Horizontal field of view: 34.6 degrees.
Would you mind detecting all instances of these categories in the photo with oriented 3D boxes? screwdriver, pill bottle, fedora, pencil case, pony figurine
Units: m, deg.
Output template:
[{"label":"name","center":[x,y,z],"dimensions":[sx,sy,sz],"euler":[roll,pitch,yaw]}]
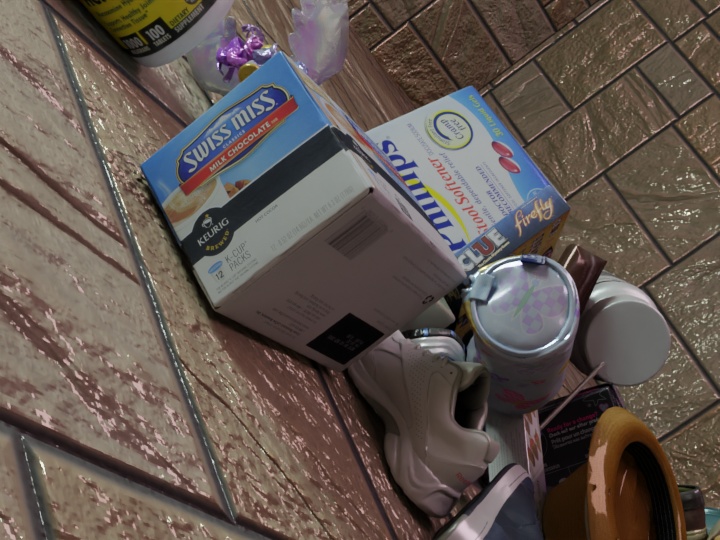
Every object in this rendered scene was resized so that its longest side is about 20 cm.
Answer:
[{"label":"screwdriver","center":[0.191,0.155,1.173],"dimensions":[0.028,0.199,0.029],"euler":[8,-55,50]},{"label":"pill bottle","center":[-0.196,-0.266,0.906],"dimensions":[0.200,0.112,0.113],"euler":[47,13,-33]},{"label":"fedora","center":[0.208,0.216,0.971],"dimensions":[0.200,0.081,0.202],"euler":[30,51,-47]},{"label":"pill bottle","center":[0.277,0.063,1.319],"dimensions":[0.113,0.113,0.200],"euler":[53,3,-8]},{"label":"pencil case","center":[0.127,0.057,0.937],"dimensions":[0.200,0.090,0.084],"euler":[71,26,-69]},{"label":"pony figurine","center":[-0.084,-0.173,1.092],"dimensions":[0.200,0.165,0.195],"euler":[-106,-170,-71]}]

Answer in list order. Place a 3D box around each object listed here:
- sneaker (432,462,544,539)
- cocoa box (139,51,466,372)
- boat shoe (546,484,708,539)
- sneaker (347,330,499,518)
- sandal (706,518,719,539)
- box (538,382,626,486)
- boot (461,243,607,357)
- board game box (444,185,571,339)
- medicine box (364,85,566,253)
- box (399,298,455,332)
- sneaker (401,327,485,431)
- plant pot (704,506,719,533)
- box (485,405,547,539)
[{"label":"sneaker","center":[0.123,0.225,0.834],"dimensions":[0.146,0.077,0.202],"euler":[45,19,9]},{"label":"cocoa box","center":[-0.035,-0.033,0.827],"dimensions":[0.132,0.133,0.200],"euler":[58,11,27]},{"label":"boat shoe","center":[0.235,0.220,1.111],"dimensions":[0.073,0.199,0.065],"euler":[-5,98,-62]},{"label":"sneaker","center":[0.056,0.095,0.920],"dimensions":[0.078,0.099,0.201],"euler":[39,18,-47]},{"label":"sandal","center":[0.331,0.254,0.987],"dimensions":[0.080,0.054,0.200],"euler":[35,25,9]},{"label":"box","center":[0.241,0.196,1.288],"dimensions":[0.200,0.131,0.116],"euler":[9,60,-76]},{"label":"boot","center":[0.181,0.036,1.158],"dimensions":[0.064,0.200,0.187],"euler":[31,-21,22]},{"label":"board game box","center":[0.134,0.009,1.162],"dimensions":[0.035,0.135,0.200],"euler":[49,-19,18]},{"label":"medicine box","center":[0.083,-0.071,1.239],"dimensions":[0.183,0.199,0.103],"euler":[55,-25,19]},{"label":"box","center":[0.000,0.000,1.033],"dimensions":[0.200,0.078,0.095],"euler":[40,17,-54]},{"label":"sneaker","center":[0.080,0.124,1.070],"dimensions":[0.200,0.075,0.078],"euler":[46,41,-53]},{"label":"plant pot","center":[0.312,0.341,1.097],"dimensions":[0.201,0.200,0.196],"euler":[57,19,15]},{"label":"box","center":[0.136,0.180,0.999],"dimensions":[0.039,0.041,0.201],"euler":[46,32,-42]}]
